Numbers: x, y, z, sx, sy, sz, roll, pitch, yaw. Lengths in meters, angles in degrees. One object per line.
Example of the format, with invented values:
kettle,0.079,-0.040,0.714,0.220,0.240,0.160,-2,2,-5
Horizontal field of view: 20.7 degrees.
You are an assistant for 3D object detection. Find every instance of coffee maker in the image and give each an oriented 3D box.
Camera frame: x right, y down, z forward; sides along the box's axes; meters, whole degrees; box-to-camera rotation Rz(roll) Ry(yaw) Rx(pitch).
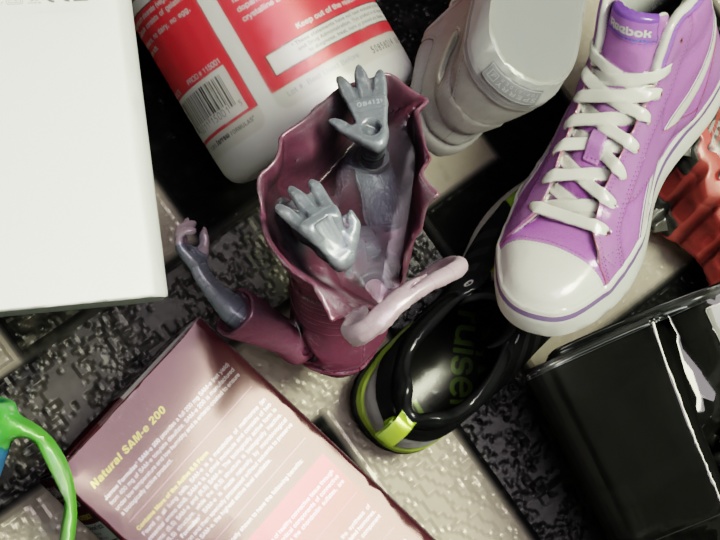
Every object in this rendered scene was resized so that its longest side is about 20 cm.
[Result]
coffee maker,0.162,0.121,0.998,0.192,0.135,0.200,-24,82,-8

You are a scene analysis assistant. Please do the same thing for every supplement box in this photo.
supplement box,-0.049,0.132,0.977,0.200,0.061,0.109,45,71,-6

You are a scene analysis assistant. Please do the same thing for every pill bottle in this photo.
pill bottle,-0.068,-0.154,0.994,0.112,0.112,0.200,-31,91,-19

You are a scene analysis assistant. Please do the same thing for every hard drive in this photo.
hard drive,-0.163,-0.080,0.876,0.132,0.026,0.200,-5,83,-19

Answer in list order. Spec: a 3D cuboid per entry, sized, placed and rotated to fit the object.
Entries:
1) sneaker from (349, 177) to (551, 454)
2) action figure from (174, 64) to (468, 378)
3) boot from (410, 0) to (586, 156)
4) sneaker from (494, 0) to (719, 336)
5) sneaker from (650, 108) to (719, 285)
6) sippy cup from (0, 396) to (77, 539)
sneaker,0.076,0.021,1.022,0.072,0.083,0.200,42,72,-7
action figure,0.000,0.000,0.947,0.134,0.200,0.149,-30,63,-22
boot,0.075,-0.149,0.985,0.074,0.096,0.200,35,55,-16
sneaker,0.117,-0.071,0.968,0.073,0.114,0.201,19,62,21
sneaker,0.208,-0.043,1.082,0.098,0.071,0.200,-29,79,-36
sippy cup,-0.230,0.118,0.895,0.140,0.178,0.130,6,89,-59
